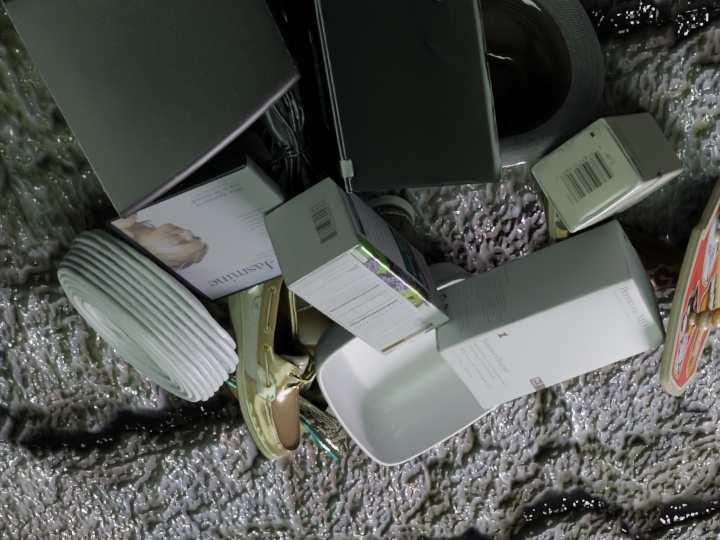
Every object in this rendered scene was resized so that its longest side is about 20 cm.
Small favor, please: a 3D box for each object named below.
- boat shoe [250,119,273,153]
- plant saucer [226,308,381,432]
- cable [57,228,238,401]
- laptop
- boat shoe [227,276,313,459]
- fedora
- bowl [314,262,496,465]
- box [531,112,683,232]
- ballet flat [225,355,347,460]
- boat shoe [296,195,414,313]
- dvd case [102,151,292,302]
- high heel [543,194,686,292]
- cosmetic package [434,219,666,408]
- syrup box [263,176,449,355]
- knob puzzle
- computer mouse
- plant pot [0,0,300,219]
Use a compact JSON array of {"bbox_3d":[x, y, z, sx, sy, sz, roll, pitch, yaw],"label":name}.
[{"bbox_3d":[-0.117,-0.100,1.353,0.074,0.063,0.201,-2,132,1],"label":"boat shoe"},{"bbox_3d":[-0.051,0.117,1.576,0.198,0.036,0.201,-2,133,-2],"label":"plant saucer"},{"bbox_3d":[-0.207,0.043,1.385,0.069,0.199,0.200,-49,141,-15],"label":"cable"},{"bbox_3d":[0.019,-0.170,1.184,0.115,0.200,0.189,-13,108,-12],"label":"laptop"},{"bbox_3d":[-0.083,0.090,1.430,0.066,0.074,0.202,-5,103,25],"label":"boat shoe"},{"bbox_3d":[0.104,-0.168,1.261,0.199,0.178,0.090,-25,176,-22],"label":"fedora"},{"bbox_3d":[0.055,0.090,1.505,0.199,0.075,0.200,-33,130,0],"label":"bowl"},{"bbox_3d":[0.225,-0.091,1.291,0.082,0.200,0.069,-35,83,24],"label":"box"},{"bbox_3d":[-0.063,0.127,1.524,0.075,0.068,0.200,-48,121,4],"label":"ballet flat"},{"bbox_3d":[-0.031,-0.002,1.449,0.201,0.061,0.072,-31,127,23],"label":"boat shoe"},{"bbox_3d":[-0.122,-0.034,1.306,0.142,0.018,0.200,-21,152,15],"label":"dvd case"},{"bbox_3d":[0.256,-0.041,1.419,0.141,0.072,0.201,-10,146,10],"label":"high heel"},{"bbox_3d":[0.182,0.045,1.391,0.199,0.082,0.113,-22,134,20],"label":"cosmetic package"},{"bbox_3d":[0.000,0.000,1.320,0.081,0.079,0.200,-30,149,15],"label":"syrup box"},{"bbox_3d":[0.336,0.039,1.419,0.030,0.220,0.221,13,138,23],"label":"knob puzzle"},{"bbox_3d":[-0.137,-0.087,1.297,0.198,0.053,0.139,-15,120,11],"label":"computer mouse"},{"bbox_3d":[-0.156,-0.194,1.159,0.176,0.200,0.201,-24,114,5],"label":"plant pot"}]
